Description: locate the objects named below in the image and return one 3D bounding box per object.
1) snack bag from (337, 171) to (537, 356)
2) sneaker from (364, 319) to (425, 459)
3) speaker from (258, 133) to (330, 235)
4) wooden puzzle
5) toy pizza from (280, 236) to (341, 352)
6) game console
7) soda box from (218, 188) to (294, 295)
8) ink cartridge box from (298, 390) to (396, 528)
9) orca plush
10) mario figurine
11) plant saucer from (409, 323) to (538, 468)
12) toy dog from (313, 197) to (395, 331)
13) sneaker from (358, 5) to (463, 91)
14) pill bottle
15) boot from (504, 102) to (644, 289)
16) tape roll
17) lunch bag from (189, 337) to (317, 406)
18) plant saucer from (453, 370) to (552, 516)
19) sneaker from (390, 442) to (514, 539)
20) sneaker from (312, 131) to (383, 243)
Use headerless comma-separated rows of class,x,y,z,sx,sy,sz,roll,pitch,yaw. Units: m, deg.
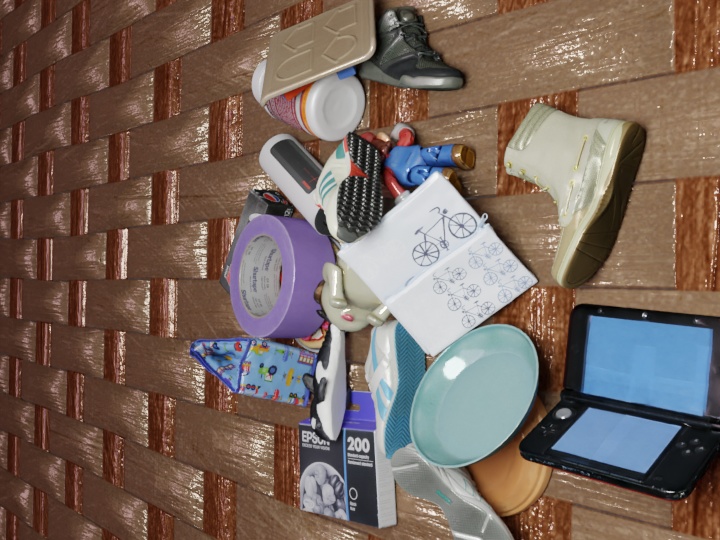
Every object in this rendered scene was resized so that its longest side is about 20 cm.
snack bag,0.097,-0.006,0.999,0.188,0.021,0.200,-37,102,24
sneaker,0.049,0.174,1.133,0.080,0.076,0.202,-7,77,55
speaker,-0.090,-0.145,1.283,0.200,0.081,0.082,49,123,37
wooden puzzle,-0.058,-0.332,1.168,0.198,0.046,0.186,-21,41,19
toy pizza,-0.081,0.038,1.304,0.199,0.032,0.203,-2,88,48
game console,0.284,0.134,0.838,0.199,0.172,0.120,4,119,48
soda box,-0.191,-0.044,1.406,0.071,0.063,0.201,42,120,40
ink cartridge box,-0.026,0.293,1.231,0.197,0.043,0.202,-8,82,48
orca plush,-0.066,0.162,1.201,0.070,0.105,0.202,-2,93,23
mario figurine,0.069,-0.146,1.109,0.199,0.123,0.107,15,125,36
plant saucer,0.148,0.161,0.963,0.199,0.036,0.201,-36,32,26
toy dog,0.000,0.000,1.134,0.195,0.138,0.201,-101,30,-54
sneaker,0.075,-0.319,1.105,0.199,0.076,0.115,33,120,49
pill bottle,-0.093,-0.290,1.264,0.199,0.112,0.114,30,111,44
boot,0.237,-0.093,0.924,0.154,0.072,0.202,28,104,44
tape roll,-0.132,0.011,1.275,0.199,0.084,0.202,-9,79,50
lunch bag,-0.194,0.159,1.335,0.199,0.150,0.095,9,82,51
plant saucer,0.164,0.226,1.023,0.199,0.037,0.203,-2,87,48
sneaker,0.131,0.292,0.987,0.200,0.080,0.071,45,116,16
sneaker,-0.023,-0.093,1.021,0.093,0.070,0.201,-45,28,37
